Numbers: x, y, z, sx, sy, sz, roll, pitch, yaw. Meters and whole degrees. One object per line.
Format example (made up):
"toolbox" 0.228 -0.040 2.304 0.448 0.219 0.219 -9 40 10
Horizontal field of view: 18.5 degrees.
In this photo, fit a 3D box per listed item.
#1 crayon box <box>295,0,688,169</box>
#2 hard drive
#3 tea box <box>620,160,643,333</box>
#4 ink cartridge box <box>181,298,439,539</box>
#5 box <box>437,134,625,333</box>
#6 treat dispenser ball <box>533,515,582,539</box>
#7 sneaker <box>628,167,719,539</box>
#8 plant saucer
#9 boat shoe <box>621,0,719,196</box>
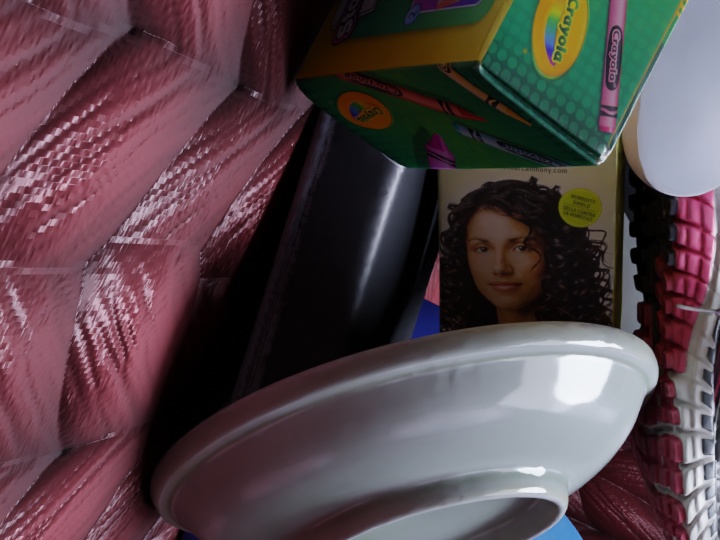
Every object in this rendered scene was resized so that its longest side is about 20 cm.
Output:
"crayon box" 0.069 -0.132 0.726 0.119 0.058 0.200 4 -117 61
"hard drive" 0.000 0.000 0.903 0.200 0.042 0.135 -1 109 -81
"tea box" 0.156 -0.056 1.007 0.196 0.134 0.200 -29 -169 4
"ink cartridge box" 0.000 0.087 1.020 0.200 0.094 0.044 -56 169 -49
"box" 0.068 -0.052 0.859 0.050 0.075 0.201 -67 157 -60
"treat dispenser ball" 0.043 0.208 1.280 0.201 0.200 0.201 -62 171 -16
"sneaker" 0.149 0.032 0.876 0.081 0.074 0.201 -111 -160 -67
"plant saucer" 0.022 0.081 0.839 0.200 0.199 0.050 96 -19 -67
"boat shoe" 0.129 -0.129 0.805 0.066 0.070 0.201 -141 -121 -62
